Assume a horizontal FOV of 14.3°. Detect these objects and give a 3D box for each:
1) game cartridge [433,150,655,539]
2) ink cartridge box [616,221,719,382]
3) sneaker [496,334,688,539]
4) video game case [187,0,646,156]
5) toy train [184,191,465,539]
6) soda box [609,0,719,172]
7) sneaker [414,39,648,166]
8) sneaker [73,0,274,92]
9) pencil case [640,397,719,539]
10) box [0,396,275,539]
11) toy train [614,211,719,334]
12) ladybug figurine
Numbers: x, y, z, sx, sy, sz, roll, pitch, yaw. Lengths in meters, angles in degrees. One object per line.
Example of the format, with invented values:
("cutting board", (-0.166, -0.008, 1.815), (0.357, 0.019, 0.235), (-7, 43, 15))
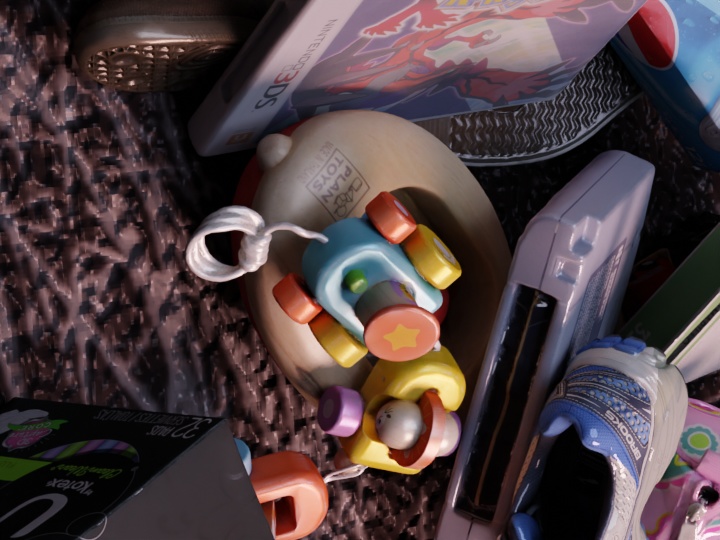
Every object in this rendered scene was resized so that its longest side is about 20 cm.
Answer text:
("game cartridge", (0.091, 0.045, 1.400), (0.133, 0.041, 0.200), (-33, 142, -60))
("ink cartridge box", (0.183, 0.002, 1.431), (0.048, 0.146, 0.200), (49, 32, 16))
("sneaker", (0.095, 0.131, 1.351), (0.085, 0.077, 0.200), (-35, 135, -53))
("video game case", (0.040, -0.111, 1.313), (0.200, 0.182, 0.023), (-11, 72, -27))
("toy train", (-0.019, 0.060, 1.292), (0.150, 0.056, 0.200), (-11, 129, -16))
("soda box", (0.152, -0.142, 1.419), (0.068, 0.064, 0.200), (-42, 111, -11))
("sneaker", (0.101, -0.107, 1.484), (0.200, 0.085, 0.073), (-21, 108, -19))
("sneaker", (-0.061, -0.130, 1.334), (0.200, 0.070, 0.076), (-7, 77, -48))
("pencil case", (0.137, 0.157, 1.438), (0.087, 0.087, 0.200), (6, 123, -44))
("box", (-0.146, 0.157, 1.183), (0.200, 0.148, 0.124), (-38, 117, -37))
("toy train", (0.148, 0.014, 1.536), (0.200, 0.046, 0.034), (-29, 110, -40))
("ladybug figurine", (0.000, 0.000, 1.364), (0.136, 0.072, 0.200), (-51, 131, -20))
